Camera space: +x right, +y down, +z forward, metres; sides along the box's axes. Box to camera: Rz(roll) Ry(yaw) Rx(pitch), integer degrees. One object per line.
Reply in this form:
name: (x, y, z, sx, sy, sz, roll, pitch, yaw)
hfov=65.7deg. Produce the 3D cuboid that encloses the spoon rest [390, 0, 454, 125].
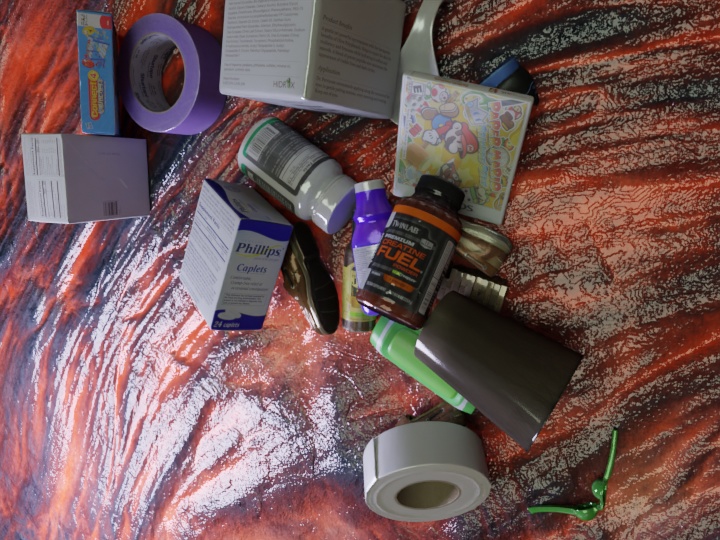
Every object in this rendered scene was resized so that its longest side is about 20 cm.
spoon rest: (0.090, -0.320, 0.848, 0.098, 0.060, 0.204, 20, 106, 20)

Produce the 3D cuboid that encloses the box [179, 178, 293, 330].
box: (-0.223, -0.029, 0.975, 0.184, 0.103, 0.203, 41, 117, 46)

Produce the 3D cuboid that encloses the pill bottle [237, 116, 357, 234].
pill bottle: (-0.100, -0.157, 0.933, 0.199, 0.113, 0.114, 39, 112, 14)

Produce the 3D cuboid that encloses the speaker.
speaker: (0.114, 0.141, 0.900, 0.198, 0.088, 0.090, 34, 111, 16)

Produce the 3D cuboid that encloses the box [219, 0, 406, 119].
box: (-0.071, -0.329, 0.822, 0.198, 0.197, 0.175, 18, 106, 36)

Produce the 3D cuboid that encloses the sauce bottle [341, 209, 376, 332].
sauce bottle: (0.000, 0.000, 0.940, 0.063, 0.065, 0.205, 6, 102, 23)

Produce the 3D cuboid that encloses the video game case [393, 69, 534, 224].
video game case: (0.139, -0.173, 0.810, 0.179, 0.023, 0.203, 18, 134, 16)

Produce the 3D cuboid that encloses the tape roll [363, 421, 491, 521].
tape roll: (0.101, 0.321, 0.880, 0.198, 0.072, 0.205, -1, 135, -1)

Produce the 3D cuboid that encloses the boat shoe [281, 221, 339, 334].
boat shoe: (-0.096, 0.020, 0.984, 0.067, 0.071, 0.204, -22, 81, 33)

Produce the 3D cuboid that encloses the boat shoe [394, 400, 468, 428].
boat shoe: (0.090, 0.278, 0.949, 0.197, 0.072, 0.069, -26, 70, 19)

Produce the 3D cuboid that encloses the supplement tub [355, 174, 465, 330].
supplement tub: (0.076, -0.028, 0.780, 0.105, 0.107, 0.203, 22, 85, 19)

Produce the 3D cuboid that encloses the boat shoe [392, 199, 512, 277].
boat shoe: (0.131, -0.052, 0.859, 0.197, 0.076, 0.073, 26, 94, 20)

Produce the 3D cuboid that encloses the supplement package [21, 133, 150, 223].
supplement package: (-0.521, -0.178, 1.074, 0.109, 0.199, 0.159, 6, 101, 23)

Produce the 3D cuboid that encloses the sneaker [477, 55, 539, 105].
sneaker: (0.167, -0.220, 0.824, 0.199, 0.070, 0.078, -34, 102, 36)

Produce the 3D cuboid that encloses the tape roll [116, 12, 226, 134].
tape roll: (-0.347, -0.357, 1.030, 0.196, 0.085, 0.205, 4, 101, 23)

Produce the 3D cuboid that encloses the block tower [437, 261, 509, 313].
block tower: (0.135, 0.014, 0.886, 0.197, 0.058, 0.055, 21, 107, 22)

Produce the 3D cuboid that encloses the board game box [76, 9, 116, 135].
board game box: (-0.485, -0.356, 1.042, 0.055, 0.195, 0.205, -1, 101, -20)

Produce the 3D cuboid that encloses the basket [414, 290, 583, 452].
basket: (0.186, 0.127, 0.785, 0.198, 0.179, 0.138, 33, 122, 22)

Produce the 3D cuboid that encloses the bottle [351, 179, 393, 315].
bottle: (0.028, -0.036, 0.862, 0.082, 0.065, 0.204, -8, 94, 22)

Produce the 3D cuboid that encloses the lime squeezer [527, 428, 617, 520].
lime squeezer: (0.350, 0.335, 0.859, 0.201, 0.037, 0.071, -55, 44, 23)
